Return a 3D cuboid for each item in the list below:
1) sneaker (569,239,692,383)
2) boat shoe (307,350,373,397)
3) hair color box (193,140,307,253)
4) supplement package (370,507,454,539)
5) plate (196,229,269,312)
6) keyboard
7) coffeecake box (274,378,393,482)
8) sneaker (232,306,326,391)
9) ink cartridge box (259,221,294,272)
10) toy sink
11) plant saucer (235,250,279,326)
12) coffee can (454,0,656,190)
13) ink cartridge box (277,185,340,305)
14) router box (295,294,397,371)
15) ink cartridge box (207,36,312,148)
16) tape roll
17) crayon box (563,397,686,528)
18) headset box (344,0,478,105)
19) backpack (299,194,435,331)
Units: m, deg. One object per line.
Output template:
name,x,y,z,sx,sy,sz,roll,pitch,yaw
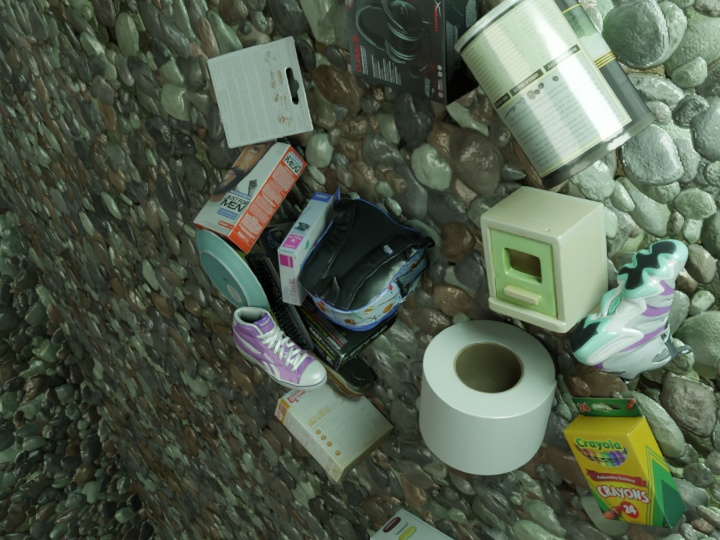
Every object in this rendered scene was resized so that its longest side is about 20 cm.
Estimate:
sneaker,0.380,0.063,1.083,0.140,0.078,0.200,30,119,-12
boat shoe,-0.060,0.188,1.747,0.200,0.076,0.074,47,149,14
hair color box,-0.199,-0.139,1.524,0.111,0.200,0.064,20,161,42
supplement package,0.138,0.652,1.860,0.200,0.111,0.156,20,133,42
plate,-0.240,0.013,1.538,0.200,0.026,0.201,39,154,23
keyboard,-0.159,0.058,1.533,0.127,0.021,0.201,0,119,54
coffeecake box,-0.057,0.315,1.778,0.200,0.153,0.073,44,145,18
sneaker,-0.149,0.135,1.500,0.200,0.073,0.115,26,144,17
ink cartridge box,-0.131,0.001,1.709,0.099,0.039,0.201,-7,113,53
toy sink,0.252,0.006,1.157,0.130,0.112,0.201,21,133,42
plant saucer,-0.235,0.045,1.886,0.200,0.031,0.201,33,141,31
coffee can,0.222,-0.216,0.973,0.200,0.146,0.146,56,147,-1
ink cartridge box,-0.084,-0.049,1.463,0.042,0.200,0.120,14,134,17
router box,-0.053,0.066,1.562,0.200,0.150,0.062,45,147,17
ink cartridge box,-0.166,-0.307,1.472,0.199,0.057,0.163,-6,103,31
tape roll,0.193,0.195,1.315,0.202,0.202,0.140,33,140,31
crayon box,0.392,0.288,1.279,0.127,0.051,0.201,-13,107,56
headset box,0.061,-0.328,1.147,0.200,0.077,0.149,26,137,35
backpack,0.000,0.000,1.403,0.200,0.191,0.154,31,156,33
